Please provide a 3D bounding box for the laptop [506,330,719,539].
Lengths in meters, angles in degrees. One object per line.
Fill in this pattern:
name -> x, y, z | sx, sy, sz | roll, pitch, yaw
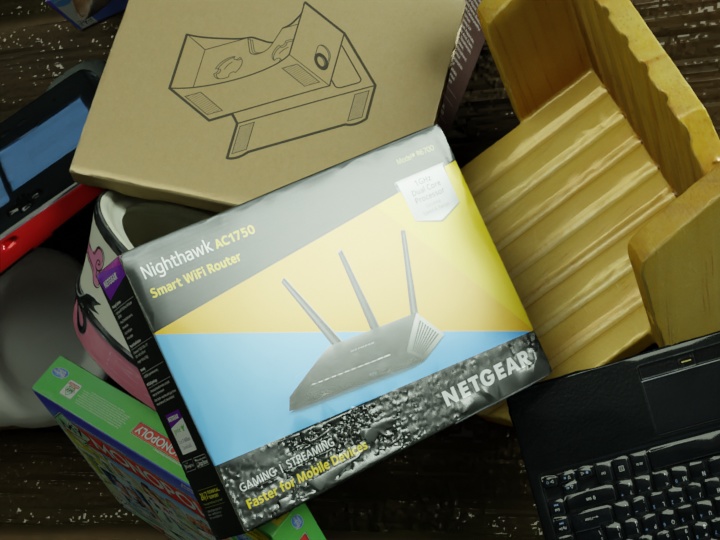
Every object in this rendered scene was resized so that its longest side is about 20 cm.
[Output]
laptop -> 0.165, 0.137, 0.826 | 0.176, 0.103, 0.201 | -18, 82, 21

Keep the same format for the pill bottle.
pill bottle -> -0.267, 0.050, 1.103 | 0.199, 0.114, 0.115 | -7, 64, 41

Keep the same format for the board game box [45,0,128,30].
board game box -> -0.146, -0.281, 1.242 | 0.199, 0.045, 0.135 | -21, 59, 20

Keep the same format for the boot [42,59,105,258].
boot -> -0.143, -0.076, 1.139 | 0.165, 0.066, 0.200 | -40, 50, 5

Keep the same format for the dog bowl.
dog bowl -> -0.079, 0.032, 0.974 | 0.200, 0.200, 0.074 | 40, 108, 37

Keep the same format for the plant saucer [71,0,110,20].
plant saucer -> -0.182, -0.274, 1.143 | 0.032, 0.201, 0.201 | -5, 57, -17

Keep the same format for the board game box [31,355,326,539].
board game box -> -0.091, 0.134, 0.960 | 0.200, 0.135, 0.029 | 25, 65, 36

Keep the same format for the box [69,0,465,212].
box -> -0.052, -0.106, 0.974 | 0.199, 0.021, 0.164 | 11, 67, 8

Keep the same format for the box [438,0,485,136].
box -> 0.024, -0.164, 1.062 | 0.100, 0.075, 0.201 | 10, 69, 33

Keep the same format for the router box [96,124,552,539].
router box -> -0.016, 0.029, 0.861 | 0.150, 0.199, 0.051 | 64, 151, 2

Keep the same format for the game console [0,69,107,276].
game console -> -0.227, -0.055, 1.059 | 0.177, 0.031, 0.200 | -39, 27, -2

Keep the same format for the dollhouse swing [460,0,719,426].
dollhouse swing -> 0.097, -0.041, 0.926 | 0.175, 0.182, 0.201 | -28, 56, 3
